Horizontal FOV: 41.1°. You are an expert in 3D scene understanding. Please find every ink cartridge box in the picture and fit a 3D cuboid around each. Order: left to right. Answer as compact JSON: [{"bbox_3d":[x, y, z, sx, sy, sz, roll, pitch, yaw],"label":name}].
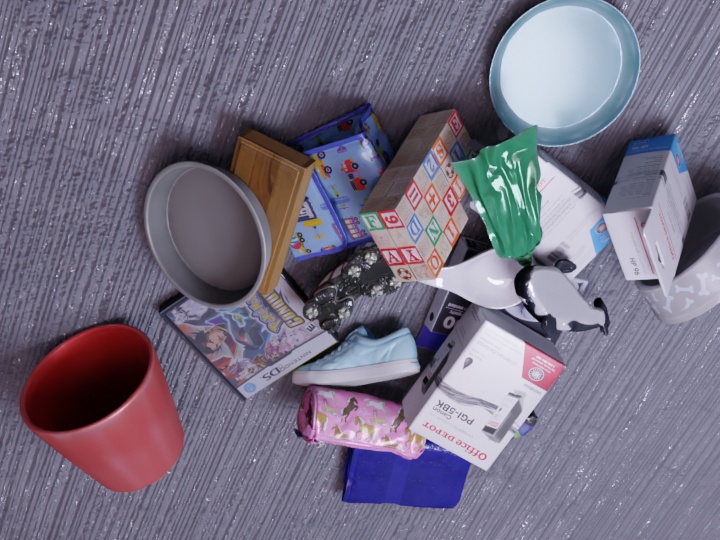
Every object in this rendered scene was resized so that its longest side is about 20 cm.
[{"bbox_3d":[0.174,0.166,1.379,0.146,0.083,0.201,29,107,-14],"label":"ink cartridge box"},{"bbox_3d":[0.204,0.065,1.416,0.196,0.044,0.201,14,119,-14],"label":"ink cartridge box"},{"bbox_3d":[0.249,-0.090,1.316,0.199,0.068,0.116,33,111,-23],"label":"ink cartridge box"},{"bbox_3d":[0.377,-0.070,1.259,0.067,0.201,0.116,-5,128,36],"label":"ink cartridge box"}]

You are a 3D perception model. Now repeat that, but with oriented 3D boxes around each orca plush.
[{"bbox_3d":[0.267,0.037,1.331,0.199,0.071,0.106,5,90,-42],"label":"orca plush"}]

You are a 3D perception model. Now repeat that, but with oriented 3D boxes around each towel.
[{"bbox_3d":[0.073,0.316,1.547,0.198,0.050,0.149,7,122,-8],"label":"towel"}]

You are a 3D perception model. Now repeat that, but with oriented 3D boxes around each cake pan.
[{"bbox_3d":[-0.196,-0.049,1.252,0.199,0.037,0.202,13,118,27],"label":"cake pan"}]

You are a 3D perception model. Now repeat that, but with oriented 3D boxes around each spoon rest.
[{"bbox_3d":[0.147,0.003,1.318,0.198,0.061,0.100,8,119,-6],"label":"spoon rest"}]

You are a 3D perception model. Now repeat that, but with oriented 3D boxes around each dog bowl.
[{"bbox_3d":[0.459,-0.023,1.313,0.059,0.200,0.200,40,109,-9],"label":"dog bowl"}]

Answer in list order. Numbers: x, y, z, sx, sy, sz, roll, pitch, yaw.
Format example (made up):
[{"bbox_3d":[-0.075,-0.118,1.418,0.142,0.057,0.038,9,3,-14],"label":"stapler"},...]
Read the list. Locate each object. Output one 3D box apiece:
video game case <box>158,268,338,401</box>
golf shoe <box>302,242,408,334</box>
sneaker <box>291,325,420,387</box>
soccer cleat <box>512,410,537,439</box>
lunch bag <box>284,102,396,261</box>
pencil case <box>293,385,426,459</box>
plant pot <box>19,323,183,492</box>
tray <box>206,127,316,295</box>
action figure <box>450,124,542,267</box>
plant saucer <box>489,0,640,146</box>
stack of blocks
[{"bbox_3d":[-0.159,0.078,1.391,0.180,0.026,0.200,-32,119,12],"label":"video game case"},{"bbox_3d":[0.000,0.000,1.310,0.199,0.088,0.077,-34,117,26],"label":"golf shoe"},{"bbox_3d":[-0.009,0.127,1.424,0.198,0.083,0.074,-9,164,15],"label":"sneaker"},{"bbox_3d":[0.183,0.207,1.485,0.199,0.065,0.084,29,122,-20],"label":"soccer cleat"},{"bbox_3d":[-0.046,-0.106,1.275,0.199,0.094,0.151,-19,119,21],"label":"lunch bag"},{"bbox_3d":[0.004,0.228,1.426,0.198,0.083,0.087,13,90,-24],"label":"pencil case"},{"bbox_3d":[-0.348,0.206,1.359,0.199,0.201,0.178,-18,130,4],"label":"plant pot"},{"bbox_3d":[-0.133,-0.073,1.255,0.098,0.037,0.201,26,122,10],"label":"tray"},{"bbox_3d":[0.192,-0.084,1.241,0.117,0.055,0.201,-21,123,1],"label":"action figure"},{"bbox_3d":[0.262,-0.259,1.244,0.198,0.027,0.202,-3,120,-5],"label":"plant saucer"},{"bbox_3d":[0.086,-0.097,1.220,0.058,0.201,0.116,-4,132,39],"label":"stack of blocks"}]
